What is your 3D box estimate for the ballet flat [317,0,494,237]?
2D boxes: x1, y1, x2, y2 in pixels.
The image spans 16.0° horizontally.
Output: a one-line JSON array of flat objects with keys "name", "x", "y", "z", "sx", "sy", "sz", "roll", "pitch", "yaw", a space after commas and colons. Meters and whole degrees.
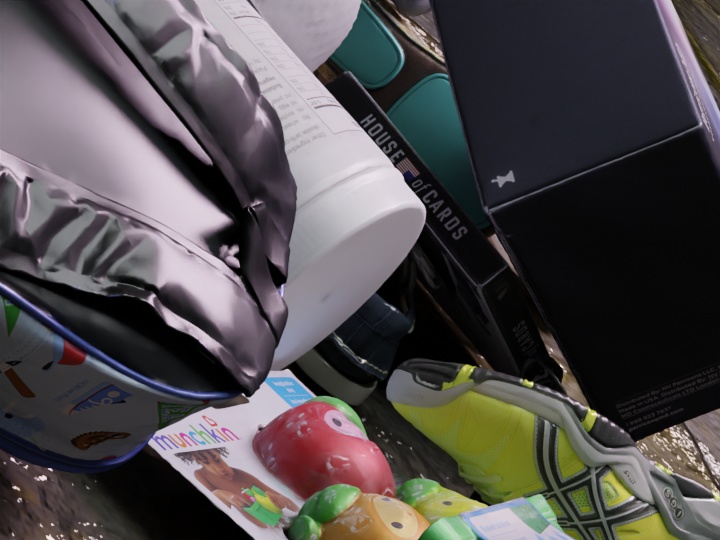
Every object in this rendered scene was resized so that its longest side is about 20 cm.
[{"name": "ballet flat", "x": 0.027, "y": -0.102, "z": 1.500, "sx": 0.200, "sy": 0.071, "sz": 0.071, "roll": 51, "pitch": 18, "yaw": 10}]

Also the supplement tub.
[{"name": "supplement tub", "x": -0.081, "y": -0.058, "z": 1.167, "sx": 0.200, "sy": 0.132, "sz": 0.132, "roll": 49, "pitch": 18, "yaw": 13}]

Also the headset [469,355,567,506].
[{"name": "headset", "x": 0.098, "y": 0.129, "z": 1.279, "sx": 0.123, "sy": 0.094, "sz": 0.200, "roll": 30, "pitch": 37, "yaw": -36}]

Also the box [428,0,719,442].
[{"name": "box", "x": 0.136, "y": -0.052, "z": 1.362, "sx": 0.200, "sy": 0.123, "sz": 0.198, "roll": -102, "pitch": 165, "yaw": -46}]

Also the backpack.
[{"name": "backpack", "x": -0.120, "y": -0.019, "z": 0.928, "sx": 0.190, "sy": 0.154, "sz": 0.200, "roll": 34, "pitch": 47, "yaw": -21}]

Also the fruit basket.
[{"name": "fruit basket", "x": 0.006, "y": 0.102, "z": 1.061, "sx": 0.200, "sy": 0.094, "sz": 0.185, "roll": 46, "pitch": 17, "yaw": 18}]

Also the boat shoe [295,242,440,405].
[{"name": "boat shoe", "x": 0.000, "y": 0.000, "z": 1.330, "sx": 0.075, "sy": 0.062, "sz": 0.200, "roll": 41, "pitch": 17, "yaw": -10}]

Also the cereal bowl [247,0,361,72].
[{"name": "cereal bowl", "x": -0.065, "y": -0.191, "z": 1.257, "sx": 0.200, "sy": 0.083, "sz": 0.200, "roll": 51, "pitch": -6, "yaw": 7}]

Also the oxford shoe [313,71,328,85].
[{"name": "oxford shoe", "x": 0.008, "y": -0.099, "z": 1.571, "sx": 0.073, "sy": 0.071, "sz": 0.200, "roll": 20, "pitch": 30, "yaw": -45}]

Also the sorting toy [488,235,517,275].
[{"name": "sorting toy", "x": 0.102, "y": -0.094, "z": 1.657, "sx": 0.107, "sy": 0.200, "sz": 0.180, "roll": 7, "pitch": 12, "yaw": -9}]

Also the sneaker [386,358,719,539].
[{"name": "sneaker", "x": 0.092, "y": 0.105, "z": 1.162, "sx": 0.200, "sy": 0.076, "sz": 0.075, "roll": 32, "pitch": -9, "yaw": -19}]

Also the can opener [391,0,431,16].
[{"name": "can opener", "x": -0.017, "y": -0.232, "z": 1.507, "sx": 0.066, "sy": 0.053, "sz": 0.200, "roll": -28, "pitch": 73, "yaw": -30}]

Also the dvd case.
[{"name": "dvd case", "x": 0.048, "y": -0.007, "z": 1.388, "sx": 0.150, "sy": 0.025, "sz": 0.200, "roll": 52, "pitch": -4, "yaw": 28}]
